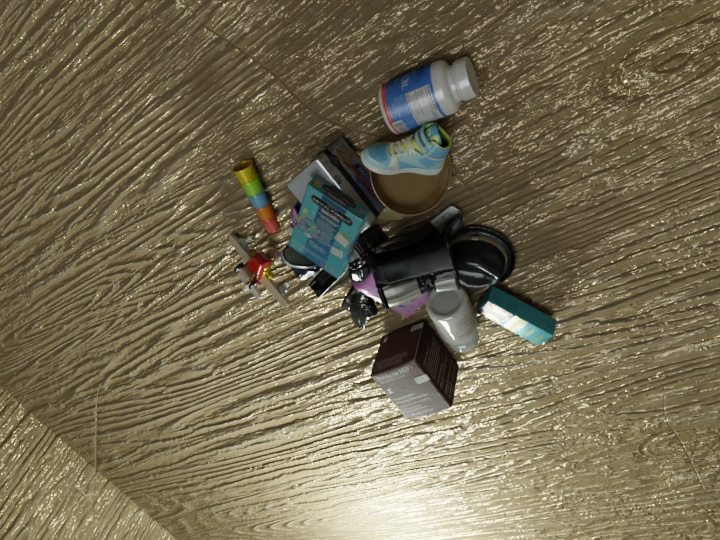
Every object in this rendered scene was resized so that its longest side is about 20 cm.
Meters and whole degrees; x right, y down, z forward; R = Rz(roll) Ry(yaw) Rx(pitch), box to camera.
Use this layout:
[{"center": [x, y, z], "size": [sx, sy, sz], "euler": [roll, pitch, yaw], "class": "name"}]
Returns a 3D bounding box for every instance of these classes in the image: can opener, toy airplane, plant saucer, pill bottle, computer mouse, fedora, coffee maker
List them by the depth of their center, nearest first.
[{"center": [0.145, -0.374, 1.305], "size": [0.196, 0.113, 0.114], "euler": [-15, 121, 27], "class": "pill bottle"}, {"center": [0.113, -0.230, 1.423], "size": [0.194, 0.035, 0.206], "euler": [-2, 98, -11], "class": "plant saucer"}, {"center": [0.125, -0.021, 1.463], "size": [0.195, 0.136, 0.196], "euler": [-17, 118, 9], "class": "coffee maker"}, {"center": [0.000, 0.000, 1.484], "size": [0.057, 0.200, 0.035], "euler": [-18, 81, -3], "class": "computer mouse"}, {"center": [0.176, -0.087, 1.546], "size": [0.053, 0.067, 0.199], "euler": [42, 121, -16], "class": "can opener"}, {"center": [0.288, -0.011, 1.549], "size": [0.195, 0.092, 0.204], "euler": [10, 130, 12], "class": "fedora"}, {"center": [0.252, 0.131, 1.640], "size": [0.111, 0.117, 0.201], "euler": [-5, 144, 22], "class": "pill bottle"}, {"center": [-0.281, -0.003, 1.745], "size": [0.198, 0.141, 0.202], "euler": [31, 156, 47], "class": "toy airplane"}]

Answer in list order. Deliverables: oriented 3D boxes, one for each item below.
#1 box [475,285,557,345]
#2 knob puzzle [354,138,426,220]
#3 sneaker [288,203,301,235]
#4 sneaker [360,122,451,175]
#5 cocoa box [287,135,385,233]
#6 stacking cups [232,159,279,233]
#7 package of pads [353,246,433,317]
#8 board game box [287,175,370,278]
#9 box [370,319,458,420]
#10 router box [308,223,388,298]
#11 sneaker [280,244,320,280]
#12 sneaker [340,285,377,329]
[{"center": [0.409, 0.120, 1.624], "size": [0.196, 0.050, 0.083], "euler": [27, 151, -3], "class": "box"}, {"center": [0.048, -0.212, 1.516], "size": [0.215, 0.031, 0.224], "euler": [17, 130, 20], "class": "knob puzzle"}, {"center": [-0.099, -0.134, 1.605], "size": [0.194, 0.081, 0.091], "euler": [4, 119, 16], "class": "sneaker"}, {"center": [0.104, -0.269, 1.325], "size": [0.194, 0.082, 0.131], "euler": [-3, 156, -17], "class": "sneaker"}, {"center": [-0.049, -0.187, 1.482], "size": [0.201, 0.132, 0.132], "euler": [49, 134, -11], "class": "cocoa box"}, {"center": [-0.271, -0.188, 1.628], "size": [0.059, 0.061, 0.203], "euler": [-6, 124, 23], "class": "stacking cups"}, {"center": [0.087, 0.032, 1.634], "size": [0.197, 0.077, 0.120], "euler": [30, 128, -27], "class": "package of pads"}, {"center": [-0.077, -0.098, 1.441], "size": [0.149, 0.047, 0.202], "euler": [33, 135, 7], "class": "board game box"}, {"center": [0.160, 0.289, 1.782], "size": [0.164, 0.166, 0.201], "euler": [-25, 116, 33], "class": "box"}, {"center": [-0.031, -0.024, 1.612], "size": [0.051, 0.148, 0.200], "euler": [50, 128, 5], "class": "router box"}, {"center": [-0.162, -0.022, 1.646], "size": [0.145, 0.200, 0.079], "euler": [-32, 77, 39], "class": "sneaker"}, {"center": [0.013, 0.086, 1.748], "size": [0.103, 0.061, 0.201], "euler": [31, 136, -5], "class": "sneaker"}]
